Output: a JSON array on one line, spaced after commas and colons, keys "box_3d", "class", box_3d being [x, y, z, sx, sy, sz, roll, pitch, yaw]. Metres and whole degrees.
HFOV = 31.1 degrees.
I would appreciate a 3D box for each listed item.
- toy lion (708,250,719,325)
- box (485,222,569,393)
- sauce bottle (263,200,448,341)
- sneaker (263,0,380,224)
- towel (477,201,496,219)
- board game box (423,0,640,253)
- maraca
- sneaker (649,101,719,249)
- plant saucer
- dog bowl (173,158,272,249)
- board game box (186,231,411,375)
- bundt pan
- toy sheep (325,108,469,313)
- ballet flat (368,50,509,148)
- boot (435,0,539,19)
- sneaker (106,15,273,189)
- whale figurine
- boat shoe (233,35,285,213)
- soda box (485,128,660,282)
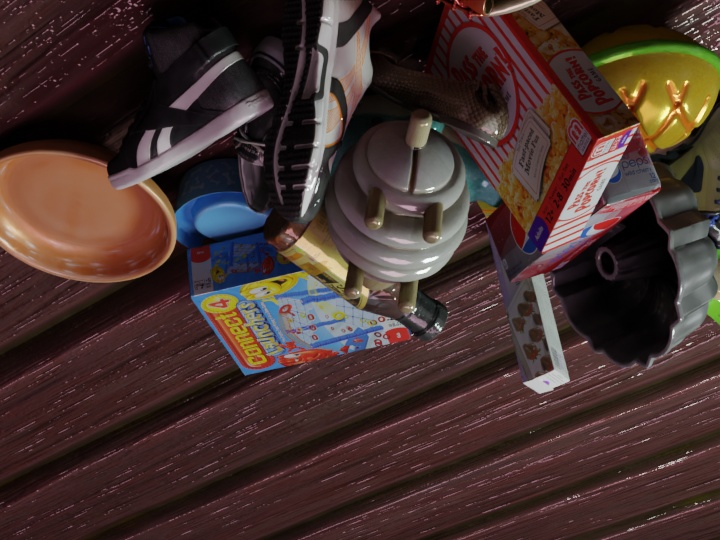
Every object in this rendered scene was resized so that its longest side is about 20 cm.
[{"box_3d": [0.456, 0.038, 1.488, 0.200, 0.192, 0.069, 47, 132, -6], "class": "toy lion"}, {"box_3d": [0.175, 0.030, 1.362, 0.038, 0.203, 0.041, -25, 146, 24], "class": "box"}, {"box_3d": [0.000, 0.000, 1.215, 0.199, 0.067, 0.066, 37, 132, -23], "class": "sauce bottle"}, {"box_3d": [-0.026, -0.137, 1.067, 0.079, 0.203, 0.073, 7, -176, -40], "class": "sneaker"}, {"box_3d": [0.144, -0.078, 1.276, 0.085, 0.018, 0.201, -1, 140, 36], "class": "towel"}, {"box_3d": [0.132, -0.139, 1.062, 0.046, 0.201, 0.152, -21, 153, -24], "class": "board game box"}, {"box_3d": [0.223, -0.158, 1.147, 0.196, 0.108, 0.138, -4, 150, -3], "class": "maraca"}, {"box_3d": [0.347, -0.083, 1.248, 0.198, 0.116, 0.081, -35, 136, 9], "class": "sneaker"}, {"box_3d": [-0.273, -0.061, 1.248, 0.197, 0.038, 0.201, 4, 145, 3], "class": "plant saucer"}, {"box_3d": [-0.103, -0.053, 1.317, 0.199, 0.050, 0.111, 23, 138, -40], "class": "dog bowl"}, {"box_3d": [-0.059, 0.027, 1.354, 0.193, 0.057, 0.201, -13, 150, 7], "class": "board game box"}, {"box_3d": [0.257, -0.016, 1.203, 0.075, 0.204, 0.203, -16, 155, -25], "class": "bundt pan"}, {"box_3d": [0.032, -0.055, 1.088, 0.136, 0.139, 0.201, 4, 141, -17], "class": "toy sheep"}, {"box_3d": [0.056, -0.154, 1.086, 0.067, 0.199, 0.047, 22, 97, -40], "class": "ballet flat"}, {"box_3d": [0.060, -0.236, 0.986, 0.197, 0.109, 0.075, -12, 151, 12], "class": "boot"}, {"box_3d": [-0.164, -0.151, 1.101, 0.199, 0.113, 0.073, -22, -172, 40], "class": "sneaker"}, {"box_3d": [0.056, -0.086, 1.208, 0.197, 0.105, 0.160, 12, 149, 0], "class": "whale figurine"}, {"box_3d": [-0.077, -0.119, 1.158, 0.072, 0.071, 0.201, 33, 152, 22], "class": "boat shoe"}, {"box_3d": [0.185, -0.059, 1.154, 0.063, 0.071, 0.200, -14, 166, -23], "class": "soda box"}]
